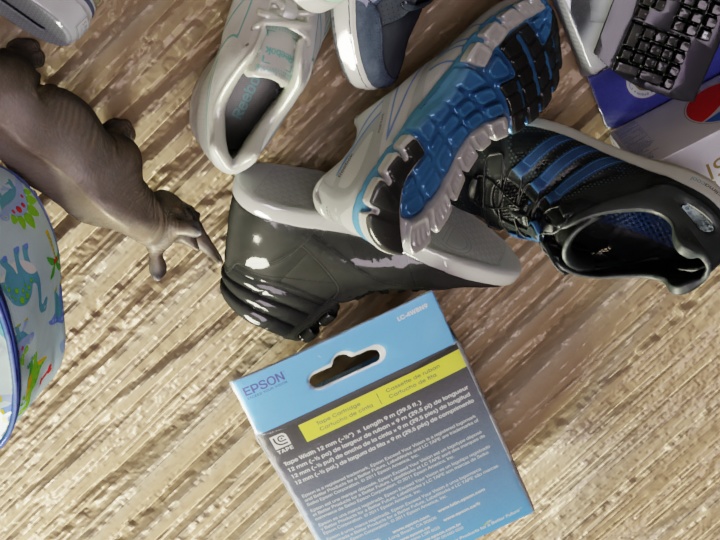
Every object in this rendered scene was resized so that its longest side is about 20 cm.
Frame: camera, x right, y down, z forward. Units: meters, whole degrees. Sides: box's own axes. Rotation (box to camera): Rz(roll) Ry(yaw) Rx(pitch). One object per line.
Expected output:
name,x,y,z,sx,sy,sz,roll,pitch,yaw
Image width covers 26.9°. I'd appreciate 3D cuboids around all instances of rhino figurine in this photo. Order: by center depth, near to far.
rhino figurine,-0.158,-0.061,0.888,0.200,0.088,0.060,40,103,-23

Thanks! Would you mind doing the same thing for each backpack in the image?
backpack,-0.276,0.029,0.847,0.197,0.147,0.185,2,116,11

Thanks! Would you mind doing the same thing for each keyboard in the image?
keyboard,0.227,-0.194,0.888,0.126,0.021,0.202,13,112,-17

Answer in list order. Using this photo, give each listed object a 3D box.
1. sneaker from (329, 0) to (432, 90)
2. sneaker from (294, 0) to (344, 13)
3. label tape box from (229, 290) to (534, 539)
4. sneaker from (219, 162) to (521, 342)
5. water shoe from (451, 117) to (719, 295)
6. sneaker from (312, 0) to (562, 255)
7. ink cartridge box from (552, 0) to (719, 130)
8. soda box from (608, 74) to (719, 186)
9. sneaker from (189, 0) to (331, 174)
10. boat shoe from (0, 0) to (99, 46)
sneaker,0.064,-0.186,0.846,0.145,0.077,0.204,17,116,17
sneaker,-0.016,-0.251,0.786,0.117,0.074,0.202,-21,94,36
label tape box,0.014,0.104,0.994,0.142,0.066,0.201,-25,120,2
sneaker,0.000,0.000,0.960,0.198,0.071,0.100,12,124,-20
water shoe,0.123,-0.041,0.908,0.198,0.079,0.072,12,125,23
sneaker,0.043,-0.098,0.903,0.200,0.086,0.075,-47,128,-23
ink cartridge box,0.206,-0.206,0.913,0.198,0.041,0.201,-28,116,3
soda box,0.265,-0.095,0.957,0.198,0.064,0.068,-27,120,5
sneaker,-0.043,-0.147,0.875,0.070,0.080,0.202,16,108,-15
boat shoe,-0.228,-0.204,0.833,0.199,0.072,0.062,36,68,-20
